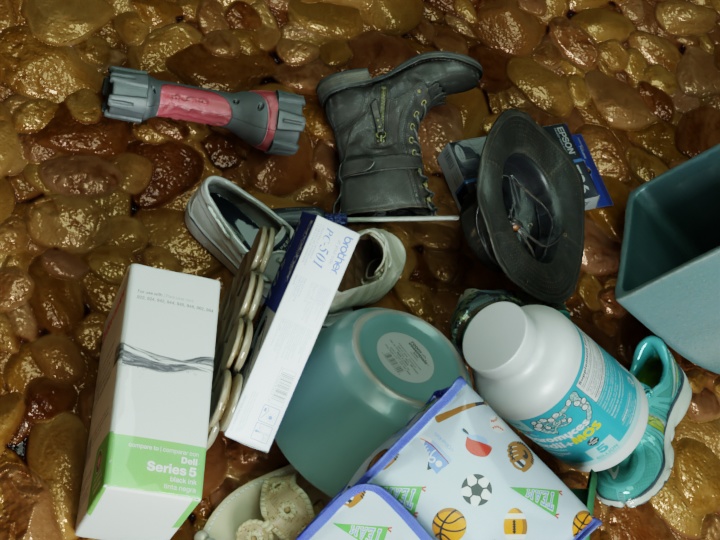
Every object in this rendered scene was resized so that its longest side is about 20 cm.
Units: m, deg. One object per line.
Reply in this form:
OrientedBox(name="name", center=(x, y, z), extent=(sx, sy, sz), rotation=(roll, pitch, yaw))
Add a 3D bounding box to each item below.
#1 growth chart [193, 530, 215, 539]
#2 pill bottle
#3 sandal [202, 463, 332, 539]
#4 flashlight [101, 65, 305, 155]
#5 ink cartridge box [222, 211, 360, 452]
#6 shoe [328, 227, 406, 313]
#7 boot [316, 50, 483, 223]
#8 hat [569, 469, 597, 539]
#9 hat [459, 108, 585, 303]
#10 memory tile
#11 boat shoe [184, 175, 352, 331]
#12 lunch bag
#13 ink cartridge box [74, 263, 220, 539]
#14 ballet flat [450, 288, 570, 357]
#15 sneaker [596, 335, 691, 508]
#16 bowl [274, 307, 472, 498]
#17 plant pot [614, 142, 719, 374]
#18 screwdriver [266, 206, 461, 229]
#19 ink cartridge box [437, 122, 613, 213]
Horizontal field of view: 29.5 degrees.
OrientedBox(name="growth chart", center=(-0.168, 0.288, 1.122), extent=(0.199, 0.018, 0.144), rotation=(-32, 41, -30))
OrientedBox(name="pill bottle", center=(0.179, 0.104, 1.279), extent=(0.200, 0.110, 0.111), rotation=(37, 49, -40))
OrientedBox(name="sandal", center=(-0.054, 0.202, 1.223), extent=(0.211, 0.070, 0.078), rotation=(-29, 77, -31))
OrientedBox(name="flashlight", center=(-0.157, -0.161, 1.375), extent=(0.199, 0.068, 0.068), rotation=(8, 64, -20))
OrientedBox(name="ink cartridge box", center=(-0.065, 0.050, 1.184), extent=(0.044, 0.094, 0.201), rotation=(23, 90, -11))
OrientedBox(name="shoe", center=(0.000, 0.000, 1.322), extent=(0.200, 0.053, 0.070), rotation=(-28, 91, -57))
OrientedBox(name="boot", center=(0.051, -0.132, 1.439), extent=(0.198, 0.069, 0.175), rotation=(-12, 68, -6))
OrientedBox(name="hat", center=(0.120, 0.245, 1.248), extent=(0.175, 0.202, 0.166), rotation=(7, 14, 9))
OrientedBox(name="hat", center=(0.152, -0.057, 1.390), extent=(0.200, 0.081, 0.202), rotation=(20, 62, -43))
OrientedBox(name="memory tile", center=(-0.117, 0.069, 1.213), extent=(0.017, 0.153, 0.201), rotation=(19, 56, -11))
OrientedBox(name="boat shoe", center=(-0.086, -0.013, 1.325), extent=(0.199, 0.065, 0.074), rotation=(36, 56, -1))
OrientedBox(name="lunch bag", center=(0.061, 0.214, 1.083), extent=(0.200, 0.124, 0.170), rotation=(-42, 85, -16))
OrientedBox(name="ink cartridge box", center=(-0.182, 0.117, 1.170), extent=(0.083, 0.146, 0.201), rotation=(11, 61, -16))
OrientedBox(name="ballet flat", center=(0.132, 0.046, 1.353), extent=(0.199, 0.074, 0.075), rotation=(5, 57, -54))
OrientedBox(name="sneaker", center=(0.274, 0.151, 1.367), extent=(0.080, 0.077, 0.201), rotation=(62, 38, -34))
OrientedBox(name="bowl", center=(0.023, 0.112, 1.245), extent=(0.200, 0.105, 0.202), rotation=(19, 40, -16))
OrientedBox(name="plant pot", center=(0.410, -0.002, 1.432), extent=(0.200, 0.196, 0.196), rotation=(46, 36, -20))
OrientedBox(name="screwdriver", center=(0.003, -0.052, 1.372), extent=(0.198, 0.029, 0.028), rotation=(-2, 76, 0))
OrientedBox(name="ink cartridge box", center=(0.190, -0.106, 1.503), extent=(0.199, 0.039, 0.100), rotation=(-13, 68, -28))
